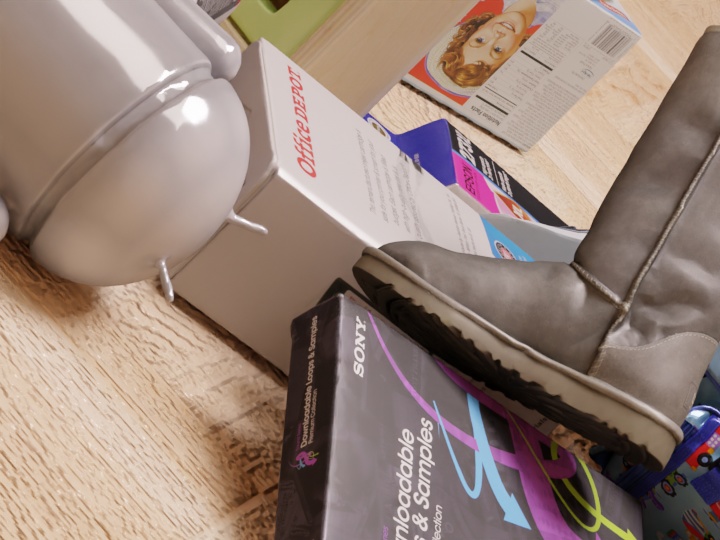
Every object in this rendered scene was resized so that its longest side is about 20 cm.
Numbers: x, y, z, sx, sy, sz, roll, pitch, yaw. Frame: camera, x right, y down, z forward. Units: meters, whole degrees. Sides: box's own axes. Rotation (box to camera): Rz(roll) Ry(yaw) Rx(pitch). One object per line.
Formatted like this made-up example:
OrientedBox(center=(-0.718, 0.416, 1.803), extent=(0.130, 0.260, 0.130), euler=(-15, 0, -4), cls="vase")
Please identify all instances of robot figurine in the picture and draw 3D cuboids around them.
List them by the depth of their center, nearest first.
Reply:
OrientedBox(center=(-0.127, -0.074, 1.266), extent=(0.200, 0.113, 0.170), euler=(47, 56, 5), cls="robot figurine")

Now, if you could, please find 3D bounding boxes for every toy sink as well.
OrientedBox(center=(-0.043, -0.201, 1.701), extent=(0.200, 0.130, 0.112), euler=(54, 20, 21), cls="toy sink")

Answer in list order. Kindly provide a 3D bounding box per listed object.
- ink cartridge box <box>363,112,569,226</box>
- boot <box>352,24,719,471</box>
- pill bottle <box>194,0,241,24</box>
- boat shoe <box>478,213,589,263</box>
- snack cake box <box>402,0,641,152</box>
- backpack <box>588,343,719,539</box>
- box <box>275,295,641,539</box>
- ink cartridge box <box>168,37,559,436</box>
OrientedBox(center=(0.081, -0.029, 1.761), extent=(0.200, 0.037, 0.095), euler=(37, 20, -19), cls="ink cartridge box")
OrientedBox(center=(0.118, -0.030, 1.342), extent=(0.182, 0.200, 0.073), euler=(30, -11, 2), cls="boot")
OrientedBox(center=(-0.124, -0.151, 1.433), extent=(0.116, 0.116, 0.200), euler=(45, 17, -2), cls="pill bottle")
OrientedBox(center=(0.124, 0.014, 1.594), extent=(0.091, 0.200, 0.071), euler=(32, 63, -74), cls="boat shoe")
OrientedBox(center=(0.075, -0.168, 1.914), extent=(0.200, 0.115, 0.067), euler=(28, 25, -45), cls="snack cake box")
OrientedBox(center=(0.176, 0.063, 1.429), extent=(0.200, 0.135, 0.183), euler=(50, -18, 1), cls="backpack")
OrientedBox(center=(0.046, 0.117, 1.278), extent=(0.200, 0.036, 0.143), euler=(33, 41, -30), cls="box")
OrientedBox(center=(0.000, 0.000, 1.433), extent=(0.200, 0.084, 0.146), euler=(38, 20, -23), cls="ink cartridge box")
